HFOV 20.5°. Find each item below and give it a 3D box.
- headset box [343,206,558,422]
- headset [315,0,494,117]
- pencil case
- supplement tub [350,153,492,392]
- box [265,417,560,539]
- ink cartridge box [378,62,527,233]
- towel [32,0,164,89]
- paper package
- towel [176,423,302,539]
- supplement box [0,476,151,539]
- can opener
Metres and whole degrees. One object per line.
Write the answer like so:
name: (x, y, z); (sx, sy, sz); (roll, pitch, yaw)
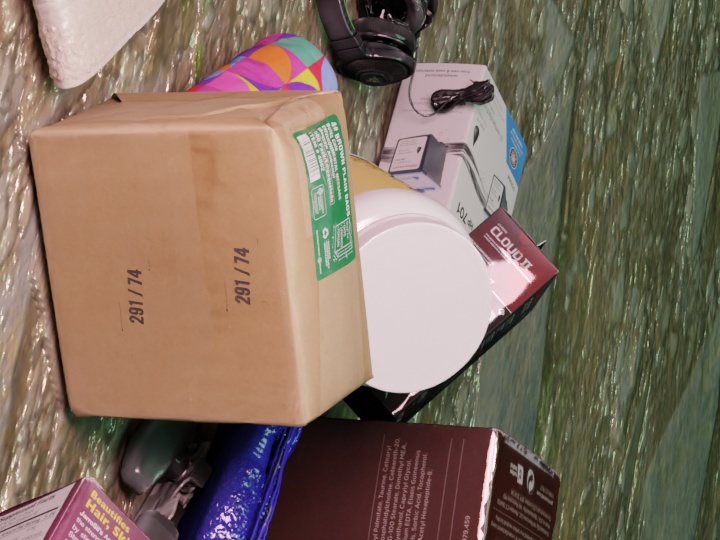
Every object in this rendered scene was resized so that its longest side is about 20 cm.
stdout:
headset box: (0.072, 0.040, 1.628); (0.200, 0.075, 0.149); (-41, 172, -12)
headset: (0.035, -0.207, 1.684); (0.200, 0.094, 0.124); (54, 44, -38)
pencil case: (-0.088, -0.103, 1.432); (0.200, 0.088, 0.089); (-48, 134, -55)
supplement tub: (0.000, 0.000, 1.455); (0.145, 0.200, 0.146); (-6, 108, -21)
box: (0.034, 0.216, 1.591); (0.166, 0.199, 0.165); (39, 57, -61)
ink cartridge box: (0.076, -0.064, 1.800); (0.147, 0.086, 0.201); (55, 43, -54)
towel: (-0.168, -0.221, 1.303); (0.200, 0.034, 0.133); (-57, 140, -51)
paper package: (-0.100, -0.009, 1.282); (0.103, 0.190, 0.201); (-37, 124, -60)
towel: (-0.089, 0.164, 1.408); (0.148, 0.049, 0.200); (-54, -167, 55)
supplement box: (-0.187, 0.243, 1.168); (0.131, 0.103, 0.200); (48, 44, -21)
can opener: (-0.159, 0.179, 1.356); (0.066, 0.053, 0.200); (42, 43, -16)
